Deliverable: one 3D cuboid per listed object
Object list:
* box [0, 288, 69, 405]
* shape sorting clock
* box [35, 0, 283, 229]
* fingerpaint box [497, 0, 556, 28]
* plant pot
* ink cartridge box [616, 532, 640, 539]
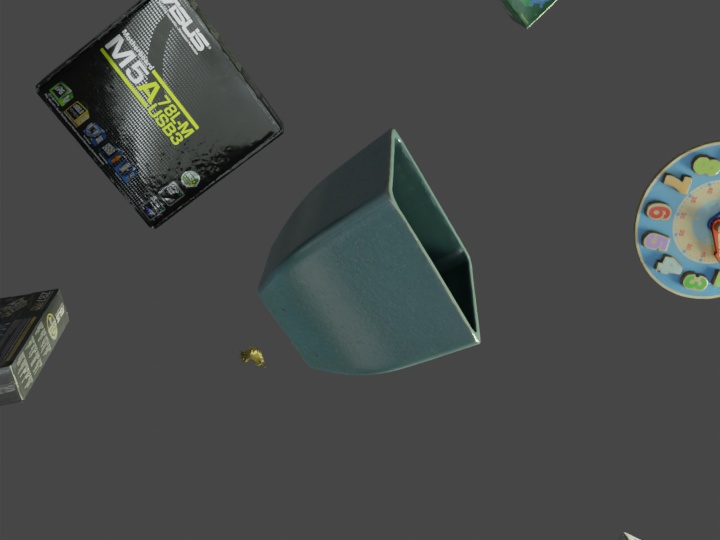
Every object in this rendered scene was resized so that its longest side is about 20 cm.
[{"bbox_3d":[-0.428,0.090,0.943,0.158,0.201,0.050,-12,113,-1],"label":"box"},{"bbox_3d":[0.434,-0.059,1.042,0.196,0.039,0.204,-2,113,-4],"label":"shape sorting clock"},{"bbox_3d":[-0.215,-0.179,0.931,0.191,0.048,0.201,-32,112,11],"label":"box"},{"bbox_3d":[0.164,-0.383,0.863,0.166,0.074,0.200,-41,110,12],"label":"fingerpaint box"},{"bbox_3d":[0.000,0.000,0.955,0.198,0.197,0.197,-28,113,18],"label":"plant pot"},{"bbox_3d":[0.406,0.505,1.274,0.159,0.050,0.202,26,106,-15],"label":"ink cartridge box"}]
